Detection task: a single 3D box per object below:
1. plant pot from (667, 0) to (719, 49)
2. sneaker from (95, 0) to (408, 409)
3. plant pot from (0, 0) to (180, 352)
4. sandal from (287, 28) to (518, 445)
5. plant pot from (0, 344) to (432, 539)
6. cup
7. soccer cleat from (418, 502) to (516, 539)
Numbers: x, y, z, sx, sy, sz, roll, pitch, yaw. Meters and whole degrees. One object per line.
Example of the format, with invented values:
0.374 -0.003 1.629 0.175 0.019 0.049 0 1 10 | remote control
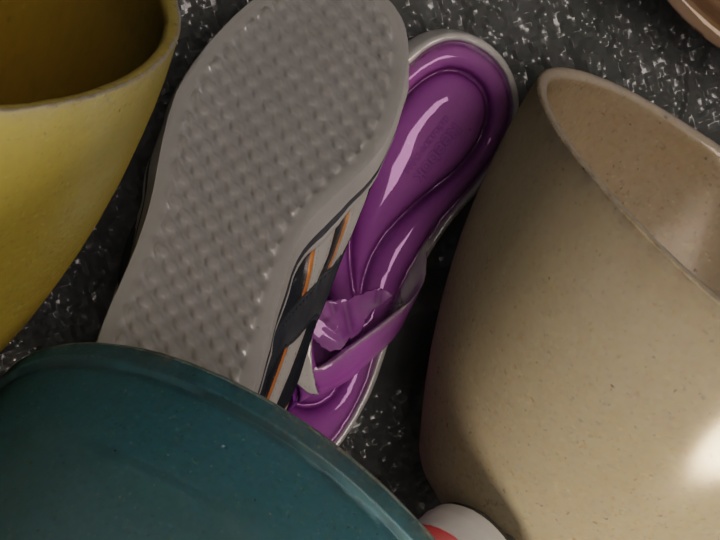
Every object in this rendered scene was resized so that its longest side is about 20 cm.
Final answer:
0.197 -0.177 0.848 0.200 0.093 0.202 3 114 6 | plant pot
-0.043 -0.011 0.768 0.078 0.080 0.201 23 61 5 | sneaker
-0.168 -0.033 0.693 0.199 0.200 0.143 2 120 -23 | plant pot
-0.006 -0.004 0.820 0.082 0.050 0.203 31 84 -20 | sandal
-0.085 0.159 0.641 0.200 0.200 0.188 53 52 -18 | plant pot
0.102 0.043 0.812 0.200 0.201 0.143 31 111 -22 | cup
0.038 0.185 0.789 0.073 0.068 0.201 -28 113 -32 | soccer cleat
